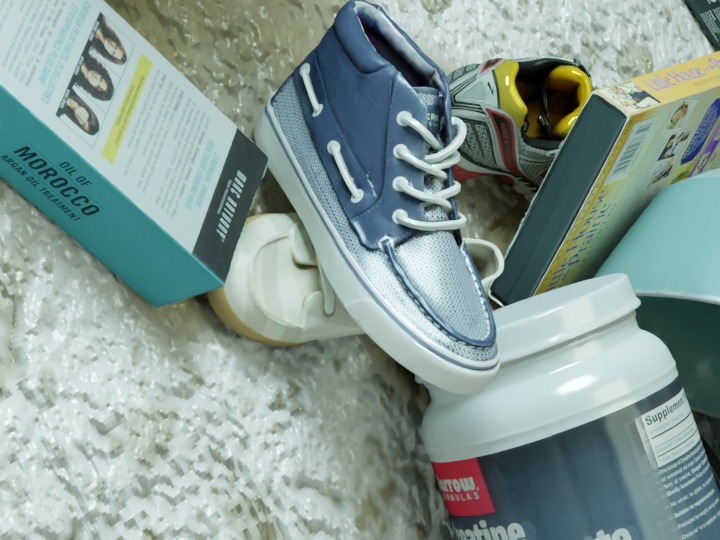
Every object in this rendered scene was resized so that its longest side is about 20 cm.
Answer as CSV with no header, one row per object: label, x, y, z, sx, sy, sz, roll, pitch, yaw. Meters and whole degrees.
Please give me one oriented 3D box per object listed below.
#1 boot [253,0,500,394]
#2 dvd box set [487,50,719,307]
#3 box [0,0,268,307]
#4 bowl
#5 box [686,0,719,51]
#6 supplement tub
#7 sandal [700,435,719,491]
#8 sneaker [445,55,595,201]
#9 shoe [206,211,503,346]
boot,0.021,-0.039,1.011,0.073,0.090,0.200,-2,47,-46
dvd box set,0.165,-0.056,1.232,0.029,0.146,0.200,38,32,22
box,-0.132,-0.076,0.938,0.200,0.049,0.082,44,46,-31
bowl,0.230,0.011,1.210,0.201,0.201,0.105,34,66,-38
box,0.316,-0.206,1.543,0.200,0.048,0.193,54,39,-21
supplement tub,0.115,0.115,1.091,0.140,0.140,0.200,-22,93,-52
sandal,0.219,0.185,1.250,0.200,0.075,0.048,52,35,-10
sneaker,0.115,-0.082,1.217,0.200,0.082,0.078,2,74,-52
shoe,0.000,0.000,1.066,0.200,0.053,0.070,0,76,-51
